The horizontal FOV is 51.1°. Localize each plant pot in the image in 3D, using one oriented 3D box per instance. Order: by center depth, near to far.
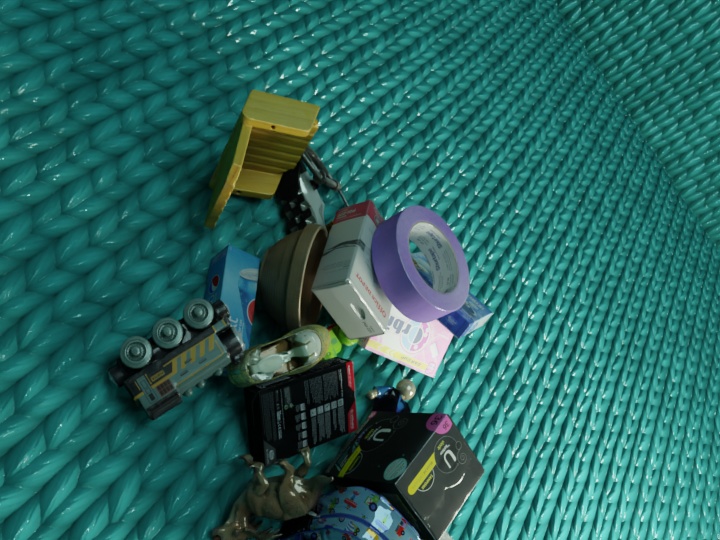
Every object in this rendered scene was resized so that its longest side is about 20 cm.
[{"bbox_3d":[-0.121,0.016,1.314,0.091,0.203,0.203,8,50,9],"label":"plant pot"}]

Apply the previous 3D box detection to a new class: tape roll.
[{"bbox_3d":[0.111,-0.012,1.356,0.198,0.065,0.204,27,50,-36],"label":"tape roll"}]

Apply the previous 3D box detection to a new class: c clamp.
[{"bbox_3d":[-0.077,-0.197,1.498,0.173,0.027,0.200,59,10,13],"label":"c clamp"}]

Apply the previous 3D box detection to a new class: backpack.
[{"bbox_3d":[-0.013,0.424,1.140,0.183,0.199,0.135,50,42,-12],"label":"backpack"}]

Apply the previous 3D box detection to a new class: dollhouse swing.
[{"bbox_3d":[-0.168,-0.169,1.297,0.178,0.200,0.179,8,56,-27],"label":"dollhouse swing"}]

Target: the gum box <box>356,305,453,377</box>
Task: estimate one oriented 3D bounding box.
[{"bbox_3d":[0.090,0.121,1.472,0.198,0.066,0.115,26,90,-33],"label":"gum box"}]

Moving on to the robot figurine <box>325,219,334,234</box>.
[{"bbox_3d":[0.007,-0.018,1.512,0.144,0.058,0.203,-29,91,-50],"label":"robot figurine"}]

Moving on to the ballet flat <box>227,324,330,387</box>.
[{"bbox_3d":[-0.115,0.134,1.191,0.197,0.070,0.072,-17,80,-35],"label":"ballet flat"}]

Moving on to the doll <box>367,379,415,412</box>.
[{"bbox_3d":[0.053,0.282,1.399,0.137,0.048,0.201,52,44,-19],"label":"doll"}]

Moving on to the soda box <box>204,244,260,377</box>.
[{"bbox_3d":[-0.218,0.065,1.241,0.067,0.064,0.204,25,53,-32],"label":"soda box"}]

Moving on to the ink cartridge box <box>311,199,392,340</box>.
[{"bbox_3d":[0.000,0.000,1.356,0.146,0.083,0.202,54,35,-36],"label":"ink cartridge box"}]

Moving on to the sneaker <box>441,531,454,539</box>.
[{"bbox_3d":[0.146,0.472,1.365,0.199,0.075,0.117,31,51,-26],"label":"sneaker"}]

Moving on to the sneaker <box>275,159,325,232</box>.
[{"bbox_3d":[-0.115,-0.145,1.469,0.088,0.073,0.204,16,55,-59],"label":"sneaker"}]

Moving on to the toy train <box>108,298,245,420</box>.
[{"bbox_3d":[-0.266,0.127,1.108,0.198,0.085,0.115,-33,82,-22],"label":"toy train"}]

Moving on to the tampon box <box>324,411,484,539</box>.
[{"bbox_3d":[0.069,0.327,1.221,0.150,0.198,0.127,-46,108,-33],"label":"tampon box"}]

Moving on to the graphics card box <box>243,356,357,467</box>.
[{"bbox_3d":[-0.094,0.227,1.235,0.198,0.050,0.128,-14,104,-42],"label":"graphics card box"}]

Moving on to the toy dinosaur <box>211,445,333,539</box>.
[{"bbox_3d":[-0.122,0.343,1.116,0.086,0.196,0.139,-13,92,-79],"label":"toy dinosaur"}]

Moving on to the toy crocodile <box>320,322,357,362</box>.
[{"bbox_3d":[-0.064,0.134,1.353,0.062,0.067,0.200,55,39,-4],"label":"toy crocodile"}]

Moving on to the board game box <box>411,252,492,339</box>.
[{"bbox_3d":[0.162,0.044,1.525,0.200,0.044,0.198,43,17,14],"label":"board game box"}]
